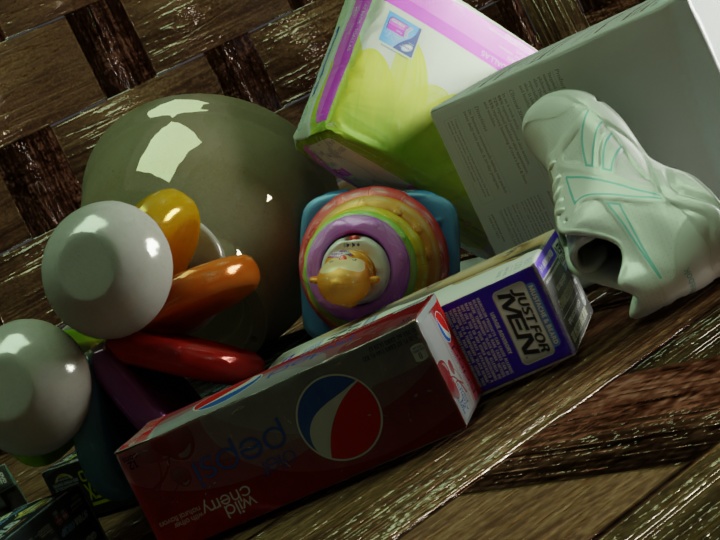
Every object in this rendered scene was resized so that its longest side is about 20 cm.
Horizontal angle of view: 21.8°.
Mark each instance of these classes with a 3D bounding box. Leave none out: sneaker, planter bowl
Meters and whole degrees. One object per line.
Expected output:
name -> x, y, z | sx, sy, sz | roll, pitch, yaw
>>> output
sneaker -> 0.143, -0.044, 1.124 | 0.080, 0.071, 0.200 | -35, 40, -6
planter bowl -> -0.117, -0.008, 1.370 | 0.199, 0.201, 0.135 | -24, 33, 23

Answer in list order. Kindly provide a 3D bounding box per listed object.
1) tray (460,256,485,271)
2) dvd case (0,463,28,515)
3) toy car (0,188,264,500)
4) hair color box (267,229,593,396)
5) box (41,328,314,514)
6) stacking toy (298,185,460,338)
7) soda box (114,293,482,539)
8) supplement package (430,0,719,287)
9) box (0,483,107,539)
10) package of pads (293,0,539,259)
tray -> 0.043, 0.025, 1.488 | 0.107, 0.022, 0.200 | -29, 6, -27
dvd case -> -0.325, 0.205, 1.309 | 0.199, 0.022, 0.146 | -29, -15, -12
toy car -> -0.139, 0.057, 1.181 | 0.201, 0.150, 0.175 | -54, -12, 8
hair color box -> 0.036, 0.050, 1.129 | 0.199, 0.065, 0.109 | -23, 6, 16
box -> -0.111, 0.106, 1.359 | 0.160, 0.045, 0.200 | -22, 7, 42
stacking toy -> 0.000, 0.000, 1.241 | 0.115, 0.111, 0.200 | 0, 3, 9
soda box -> -0.034, 0.088, 1.062 | 0.199, 0.070, 0.063 | -24, 7, 17
supplement package -> 0.186, -0.094, 1.266 | 0.199, 0.153, 0.150 | -22, 7, 32
box -> -0.267, 0.209, 1.145 | 0.158, 0.046, 0.200 | -24, 6, 24
package of pads -> 0.061, -0.113, 1.377 | 0.068, 0.199, 0.156 | -14, 52, 60
